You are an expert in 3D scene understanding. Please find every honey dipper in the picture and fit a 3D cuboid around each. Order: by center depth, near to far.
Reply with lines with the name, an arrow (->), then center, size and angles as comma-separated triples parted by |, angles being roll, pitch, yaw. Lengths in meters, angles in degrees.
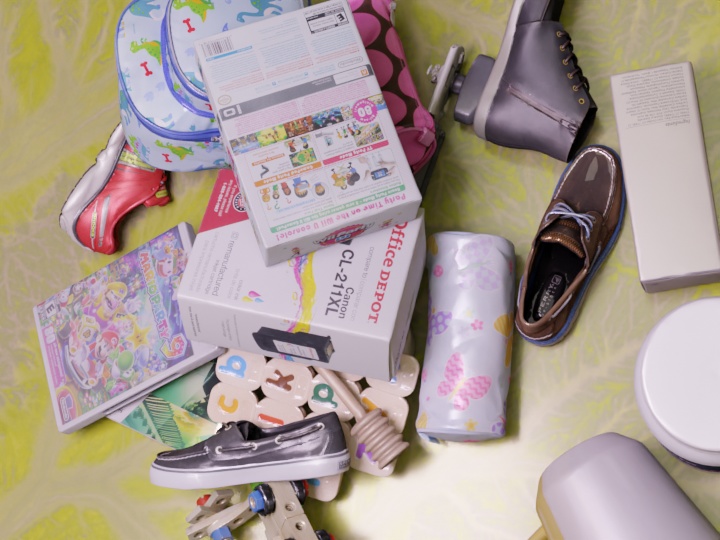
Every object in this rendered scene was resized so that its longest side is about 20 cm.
honey dipper -> -0.029, 0.096, 1.416 | 0.038, 0.038, 0.200 | -39, 81, 4

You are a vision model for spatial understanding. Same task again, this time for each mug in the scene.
mug -> 0.215, 0.238, 1.340 | 0.186, 0.150, 0.154 | -30, 66, 0

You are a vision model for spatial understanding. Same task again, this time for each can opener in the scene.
can opener -> 0.073, -0.127, 1.483 | 0.066, 0.053, 0.201 | 23, 87, 17

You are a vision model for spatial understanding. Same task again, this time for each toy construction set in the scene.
toy construction set -> -0.079, 0.272, 1.430 | 0.092, 0.132, 0.200 | -26, 61, -36

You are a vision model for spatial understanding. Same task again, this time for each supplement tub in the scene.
supplement tub -> 0.308, 0.100, 1.306 | 0.139, 0.200, 0.142 | -3, 79, 14

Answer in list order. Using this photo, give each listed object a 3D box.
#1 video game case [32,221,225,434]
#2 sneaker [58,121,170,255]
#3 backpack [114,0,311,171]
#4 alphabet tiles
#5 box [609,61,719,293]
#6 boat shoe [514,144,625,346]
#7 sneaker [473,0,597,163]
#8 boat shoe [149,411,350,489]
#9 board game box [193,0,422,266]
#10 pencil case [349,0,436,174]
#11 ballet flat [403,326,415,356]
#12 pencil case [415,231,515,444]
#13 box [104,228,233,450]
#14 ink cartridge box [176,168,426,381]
video game case -> -0.233, 0.058, 1.508 | 0.199, 0.018, 0.144 | -28, 63, 19
sneaker -> -0.224, -0.104, 1.556 | 0.085, 0.077, 0.201 | 35, 91, -3
backpack -> -0.136, -0.197, 1.463 | 0.198, 0.147, 0.185 | -7, 69, -9
alphabet tiles -> -0.046, 0.113, 1.447 | 0.194, 0.015, 0.202 | 15, 99, 13
box -> 0.286, -0.086, 1.414 | 0.081, 0.068, 0.202 | -8, 79, 13
boat shoe -> 0.199, -0.027, 1.423 | 0.072, 0.072, 0.202 | 16, 84, 16
sneaker -> 0.192, -0.206, 1.457 | 0.105, 0.075, 0.202 | 21, 95, 20
boat shoe -> -0.106, 0.167, 1.426 | 0.198, 0.069, 0.057 | -7, 95, 15
board game box -> -0.048, -0.124, 1.343 | 0.146, 0.064, 0.202 | -17, 77, -10
pencil case -> 0.016, -0.180, 1.460 | 0.093, 0.091, 0.201 | -24, 58, 12
ballet flat -> 0.000, 0.000, 1.473 | 0.069, 0.069, 0.201 | -28, 74, 8
pencil case -> 0.097, 0.062, 1.428 | 0.090, 0.083, 0.202 | -1, 80, 19
box -> -0.167, 0.077, 1.516 | 0.143, 0.036, 0.202 | 22, 88, 17
ink cartridge box -> -0.049, 0.002, 1.385 | 0.198, 0.083, 0.147 | 11, 60, 8
